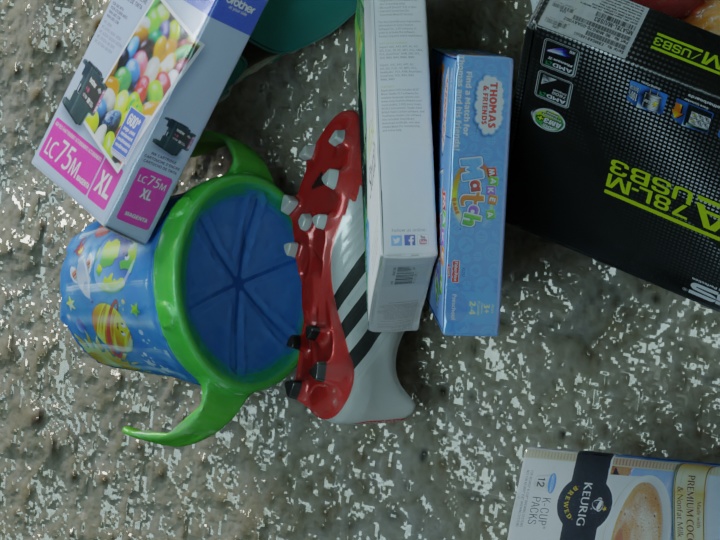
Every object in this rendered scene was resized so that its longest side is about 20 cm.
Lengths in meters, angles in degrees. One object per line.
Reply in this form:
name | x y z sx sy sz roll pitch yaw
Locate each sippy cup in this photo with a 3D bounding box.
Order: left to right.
sippy cup | -0.117 0.011 1.568 0.130 0.178 0.140 -5 128 40

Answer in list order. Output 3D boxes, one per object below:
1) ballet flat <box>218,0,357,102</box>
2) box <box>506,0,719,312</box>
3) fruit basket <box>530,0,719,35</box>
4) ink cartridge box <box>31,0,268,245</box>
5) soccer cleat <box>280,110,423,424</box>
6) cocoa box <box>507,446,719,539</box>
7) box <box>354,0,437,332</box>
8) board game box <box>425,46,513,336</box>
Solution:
ballet flat | -0.078 -0.160 1.566 0.199 0.072 0.072 -32 79 26
box | 0.177 -0.056 1.344 0.199 0.048 0.194 23 148 10
fruit basket | 0.177 -0.149 1.368 0.184 0.094 0.201 9 125 29
ink cartridge box | -0.125 -0.129 1.524 0.119 0.042 0.201 36 99 52
soccer cleat | 0.000 0.000 1.535 0.069 0.085 0.201 -27 56 52
cocoa box | 0.155 0.216 1.384 0.130 0.133 0.201 3 69 29
box | 0.019 -0.080 1.443 0.036 0.144 0.201 0 72 -3
board game box | 0.059 -0.050 1.424 0.036 0.200 0.152 3 97 -2
